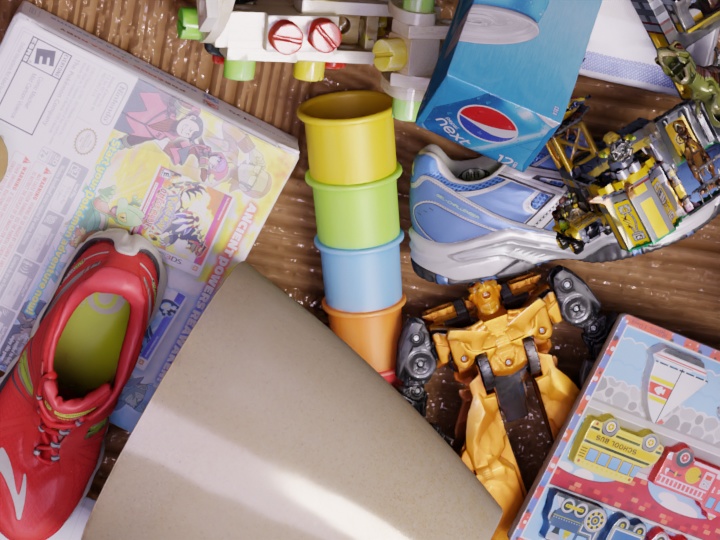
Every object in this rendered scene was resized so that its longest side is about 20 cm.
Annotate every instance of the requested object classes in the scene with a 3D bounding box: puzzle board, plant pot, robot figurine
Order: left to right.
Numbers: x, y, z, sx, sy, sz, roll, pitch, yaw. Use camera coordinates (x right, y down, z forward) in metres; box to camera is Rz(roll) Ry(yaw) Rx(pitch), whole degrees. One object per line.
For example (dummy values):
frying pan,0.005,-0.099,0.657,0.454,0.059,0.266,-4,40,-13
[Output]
plant pot,-0.028,0.126,1.583,0.199,0.187,0.188,30,105,2
robot figurine,0.095,0.092,1.658,0.144,0.058,0.201,-19,108,-5
puzzle board,0.200,0.123,1.659,0.199,0.017,0.151,21,102,-29

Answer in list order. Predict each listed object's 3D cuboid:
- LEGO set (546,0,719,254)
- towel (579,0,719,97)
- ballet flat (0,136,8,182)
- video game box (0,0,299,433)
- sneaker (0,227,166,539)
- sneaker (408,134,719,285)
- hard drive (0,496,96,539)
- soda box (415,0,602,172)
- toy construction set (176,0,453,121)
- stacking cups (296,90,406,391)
LEGO set,0.171,-0.108,1.522,0.199,0.154,0.116,-30,104,-1
towel,0.148,-0.205,1.588,0.146,0.024,0.201,12,105,-3
ballet flat,-0.296,-0.084,1.566,0.199,0.063,0.069,21,105,8
video game box,-0.158,-0.028,1.623,0.181,0.047,0.201,27,105,-7
sneaker,-0.171,0.071,1.588,0.077,0.085,0.201,19,108,-7
sneaker,0.122,-0.048,1.609,0.199,0.076,0.078,-12,108,-1
hard drive,-0.261,0.165,1.651,0.199,0.026,0.133,22,79,-1
soda box,0.096,-0.159,1.499,0.067,0.064,0.201,23,63,-6
toy construction set,-0.024,-0.135,1.543,0.199,0.131,0.093,16,103,-20
stacking cups,0.000,0.000,1.628,0.060,0.061,0.201,-5,108,0
